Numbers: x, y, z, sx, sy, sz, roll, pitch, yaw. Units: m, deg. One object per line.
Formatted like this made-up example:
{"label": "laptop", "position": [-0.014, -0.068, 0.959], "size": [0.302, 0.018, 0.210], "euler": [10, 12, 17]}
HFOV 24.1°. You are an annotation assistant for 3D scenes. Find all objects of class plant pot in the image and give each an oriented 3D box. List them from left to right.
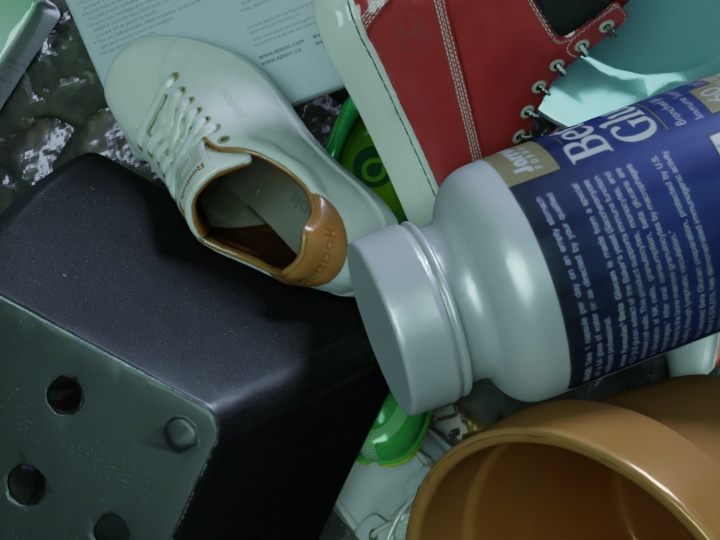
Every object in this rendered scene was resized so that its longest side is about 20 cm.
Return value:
{"label": "plant pot", "position": [-0.117, 0.081, 0.783], "size": [0.199, 0.177, 0.201], "euler": [27, 102, 9]}
{"label": "plant pot", "position": [0.138, 0.138, 0.783], "size": [0.199, 0.140, 0.202], "euler": [21, 123, 36]}

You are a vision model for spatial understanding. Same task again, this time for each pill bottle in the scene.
{"label": "pill bottle", "position": [0.099, -0.008, 0.758], "size": [0.198, 0.111, 0.112], "euler": [-20, 85, -9]}

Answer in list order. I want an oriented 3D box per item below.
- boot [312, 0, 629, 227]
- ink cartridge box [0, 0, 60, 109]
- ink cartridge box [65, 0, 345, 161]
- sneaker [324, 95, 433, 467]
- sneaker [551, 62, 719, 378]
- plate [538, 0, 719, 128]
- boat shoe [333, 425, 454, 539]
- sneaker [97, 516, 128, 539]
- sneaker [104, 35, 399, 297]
{"label": "boot", "position": [0.081, -0.078, 0.804], "size": [0.143, 0.073, 0.201], "euler": [-18, 126, 15]}
{"label": "ink cartridge box", "position": [-0.288, -0.111, 0.959], "size": [0.160, 0.050, 0.201], "euler": [35, 93, 10]}
{"label": "ink cartridge box", "position": [-0.073, -0.177, 0.866], "size": [0.195, 0.043, 0.202], "euler": [-16, 103, 30]}
{"label": "sneaker", "position": [0.000, 0.000, 0.870], "size": [0.073, 0.084, 0.202], "euler": [-3, 78, 9]}
{"label": "sneaker", "position": [0.145, -0.019, 0.865], "size": [0.107, 0.067, 0.204], "euler": [6, 86, 12]}
{"label": "plate", "position": [0.139, -0.159, 0.807], "size": [0.198, 0.026, 0.202], "euler": [6, 112, 15]}
{"label": "boat shoe", "position": [0.040, 0.139, 0.878], "size": [0.200, 0.069, 0.071], "euler": [43, 100, 10]}
{"label": "sneaker", "position": [-0.078, 0.070, 0.908], "size": [0.098, 0.078, 0.202], "euler": [12, 100, 4]}
{"label": "sneaker", "position": [-0.070, -0.060, 0.818], "size": [0.200, 0.084, 0.073], "euler": [37, 109, 30]}
